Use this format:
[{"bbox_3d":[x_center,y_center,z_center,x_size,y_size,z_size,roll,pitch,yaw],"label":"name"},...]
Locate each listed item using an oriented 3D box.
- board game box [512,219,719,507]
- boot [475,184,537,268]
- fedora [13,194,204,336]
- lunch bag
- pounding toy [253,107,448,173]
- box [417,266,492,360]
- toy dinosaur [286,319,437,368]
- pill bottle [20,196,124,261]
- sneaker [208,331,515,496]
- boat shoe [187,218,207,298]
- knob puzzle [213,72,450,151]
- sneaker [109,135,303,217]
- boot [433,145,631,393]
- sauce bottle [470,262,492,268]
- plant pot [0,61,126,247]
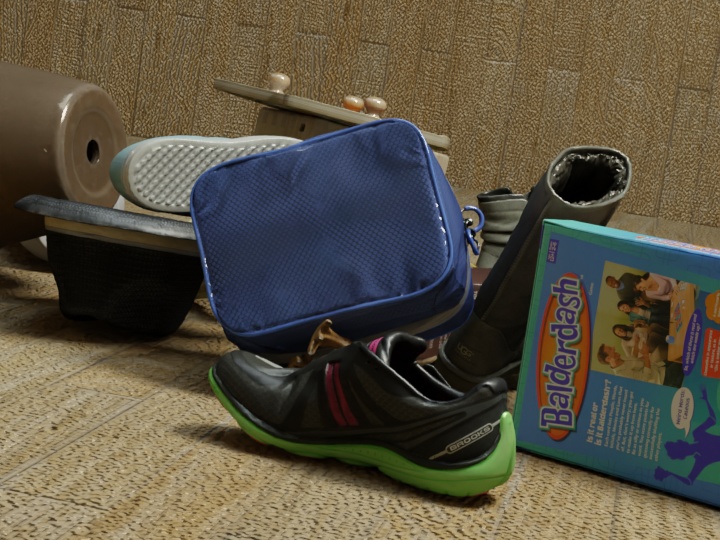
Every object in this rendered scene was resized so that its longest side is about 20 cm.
[{"bbox_3d":[0.196,0.059,1.070,0.199,0.153,0.045,14,9,35],"label":"board game box"},{"bbox_3d":[0.208,-0.014,1.709,0.199,0.132,0.068,7,8,-7],"label":"boot"},{"bbox_3d":[-0.180,0.000,1.321,0.199,0.092,0.201,10,1,0],"label":"fedora"},{"bbox_3d":[-0.009,-0.014,1.211,0.199,0.137,0.132,-13,-19,5],"label":"lunch bag"},{"bbox_3d":[-0.033,-0.040,1.551,0.199,0.185,0.142,13,3,-35],"label":"pounding toy"},{"bbox_3d":[0.112,0.039,1.442,0.199,0.075,0.100,7,8,-22],"label":"box"},{"bbox_3d":[0.004,0.079,1.153,0.106,0.061,0.200,33,9,-10],"label":"toy dinosaur"},{"bbox_3d":[-0.288,-0.067,1.646,0.110,0.112,0.200,5,8,-19],"label":"pill bottle"},{"bbox_3d":[0.003,0.073,1.013,0.199,0.084,0.077,12,8,23],"label":"sneaker"},{"bbox_3d":[-0.127,-0.024,1.467,0.063,0.074,0.200,23,-19,-28],"label":"boat shoe"},{"bbox_3d":[-0.003,-0.143,1.528,0.218,0.031,0.220,15,2,-1],"label":"knob puzzle"},{"bbox_3d":[-0.098,-0.072,1.311,0.199,0.074,0.082,9,4,-29],"label":"sneaker"},{"bbox_3d":[0.141,-0.012,1.272,0.072,0.201,0.182,30,33,13],"label":"boot"},{"bbox_3d":[0.076,0.020,1.567,0.064,0.065,0.200,12,9,31],"label":"sauce bottle"},{"bbox_3d":[-0.297,-0.100,1.450,0.173,0.202,0.200,0,4,22],"label":"plant pot"}]
